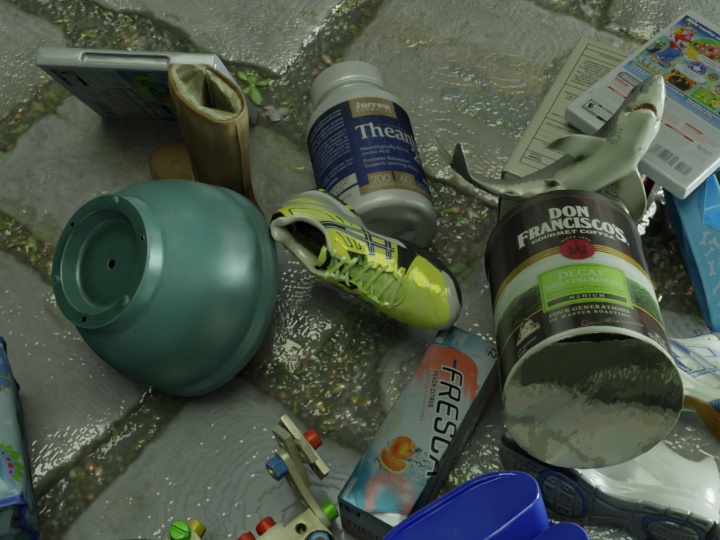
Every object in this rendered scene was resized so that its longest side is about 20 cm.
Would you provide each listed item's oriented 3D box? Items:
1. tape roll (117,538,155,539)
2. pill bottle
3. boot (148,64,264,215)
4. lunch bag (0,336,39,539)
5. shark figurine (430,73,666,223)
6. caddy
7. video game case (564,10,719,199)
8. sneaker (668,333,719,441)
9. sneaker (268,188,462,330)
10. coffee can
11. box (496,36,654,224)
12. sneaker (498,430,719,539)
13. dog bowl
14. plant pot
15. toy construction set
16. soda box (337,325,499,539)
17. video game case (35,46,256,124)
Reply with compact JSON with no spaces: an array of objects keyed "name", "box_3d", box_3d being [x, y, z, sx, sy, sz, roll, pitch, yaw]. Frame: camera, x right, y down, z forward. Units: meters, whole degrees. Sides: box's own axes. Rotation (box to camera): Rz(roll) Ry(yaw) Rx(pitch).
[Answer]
[{"name":"tape roll","box_3d":[-0.182,0.312,0.894,0.198,0.048,0.203,-3,78,17]},{"name":"pill bottle","box_3d":[0.005,-0.113,1.175,0.110,0.111,0.202,-11,56,-3]},{"name":"boot","box_3d":[-0.161,-0.132,1.146,0.174,0.201,0.066,35,65,24]},{"name":"lunch bag","box_3d":[-0.392,0.172,1.006,0.198,0.128,0.171,-11,56,-15]},{"name":"shark figurine","box_3d":[0.180,-0.101,1.059,0.212,0.129,0.090,-15,30,13]},{"name":"caddy","box_3d":[0.099,0.258,0.925,0.198,0.106,0.141,-27,42,-18]},{"name":"video game case","box_3d":[0.313,-0.165,1.111,0.199,0.018,0.143,-38,62,-25]},{"name":"sneaker","box_3d":[0.322,0.099,1.032,0.198,0.076,0.089,21,60,17]},{"name":"sneaker","box_3d":[0.000,0.000,1.047,0.199,0.076,0.076,30,29,21]},{"name":"coffee can","box_3d":[0.185,0.046,0.988,0.144,0.148,0.201,-2,36,3]},{"name":"box","box_3d":[0.234,-0.114,1.160,0.127,0.109,0.201,24,61,17]},{"name":"sneaker","box_3d":[0.217,0.176,1.002,0.198,0.075,0.088,19,47,8]},{"name":"dog bowl","box_3d":[0.332,-0.029,1.101,0.049,0.112,0.202,-15,56,11]},{"name":"plant pot","box_3d":[-0.191,0.004,1.044,0.198,0.134,0.203,-9,73,31]},{"name":"toy construction set","box_3d":[-0.093,0.225,0.976,0.200,0.092,0.131,-43,62,-10]},{"name":"soda box","box_3d":[0.056,0.147,1.021,0.063,0.069,0.201,23,60,19]},{"name":"video game case","box_3d":[-0.214,-0.189,1.198,0.180,0.200,0.022,4,83,7]}]
